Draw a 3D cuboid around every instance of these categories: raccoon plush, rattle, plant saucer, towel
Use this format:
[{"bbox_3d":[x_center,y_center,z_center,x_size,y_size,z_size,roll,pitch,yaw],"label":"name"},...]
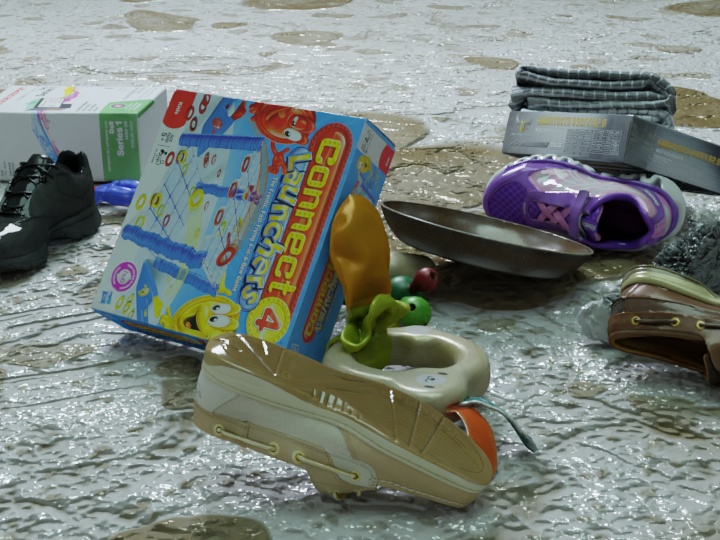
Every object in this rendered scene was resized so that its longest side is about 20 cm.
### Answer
[{"bbox_3d":[0.264,-0.005,1.140,0.197,0.098,0.134,-4,12,-9],"label":"raccoon plush"},{"bbox_3d":[0.052,0.042,0.946,0.129,0.145,0.200,12,8,-22],"label":"rattle"},{"bbox_3d":[0.111,-0.027,1.215,0.198,0.032,0.200,14,8,-2],"label":"plant saucer"},{"bbox_3d":[0.277,-0.192,1.597,0.197,0.087,0.165,4,2,13],"label":"towel"}]

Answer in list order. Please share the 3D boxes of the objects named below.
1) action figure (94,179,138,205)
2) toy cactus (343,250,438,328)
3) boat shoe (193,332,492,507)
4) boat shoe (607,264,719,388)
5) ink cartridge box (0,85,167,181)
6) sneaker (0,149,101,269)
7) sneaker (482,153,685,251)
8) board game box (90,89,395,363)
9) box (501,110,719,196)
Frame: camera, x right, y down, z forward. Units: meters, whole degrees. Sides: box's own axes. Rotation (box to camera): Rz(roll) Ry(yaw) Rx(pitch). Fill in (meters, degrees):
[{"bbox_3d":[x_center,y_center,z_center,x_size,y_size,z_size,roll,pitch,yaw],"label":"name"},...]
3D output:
[{"bbox_3d":[-0.238,-0.105,1.410,0.198,0.100,0.065,9,23,18],"label":"action figure"},{"bbox_3d":[0.000,0.000,1.141,0.199,0.104,0.164,6,9,42],"label":"toy cactus"},{"bbox_3d":[-0.015,0.108,0.857,0.198,0.070,0.074,24,21,4],"label":"boat shoe"},{"bbox_3d":[0.280,0.061,1.002,0.198,0.072,0.068,19,59,24],"label":"boat shoe"},{"bbox_3d":[-0.339,-0.164,1.580,0.197,0.085,0.145,1,20,6],"label":"ink cartridge box"},{"bbox_3d":[-0.321,-0.061,1.294,0.075,0.092,0.200,7,22,14],"label":"sneaker"},{"bbox_3d":[0.211,-0.059,1.298,0.198,0.081,0.089,8,25,19],"label":"sneaker"},{"bbox_3d":[-0.094,-0.034,1.066,0.194,0.202,0.056,12,-14,31],"label":"board game box"},{"bbox_3d":[0.268,-0.124,1.395,0.157,0.049,0.199,13,0,-31],"label":"box"}]
